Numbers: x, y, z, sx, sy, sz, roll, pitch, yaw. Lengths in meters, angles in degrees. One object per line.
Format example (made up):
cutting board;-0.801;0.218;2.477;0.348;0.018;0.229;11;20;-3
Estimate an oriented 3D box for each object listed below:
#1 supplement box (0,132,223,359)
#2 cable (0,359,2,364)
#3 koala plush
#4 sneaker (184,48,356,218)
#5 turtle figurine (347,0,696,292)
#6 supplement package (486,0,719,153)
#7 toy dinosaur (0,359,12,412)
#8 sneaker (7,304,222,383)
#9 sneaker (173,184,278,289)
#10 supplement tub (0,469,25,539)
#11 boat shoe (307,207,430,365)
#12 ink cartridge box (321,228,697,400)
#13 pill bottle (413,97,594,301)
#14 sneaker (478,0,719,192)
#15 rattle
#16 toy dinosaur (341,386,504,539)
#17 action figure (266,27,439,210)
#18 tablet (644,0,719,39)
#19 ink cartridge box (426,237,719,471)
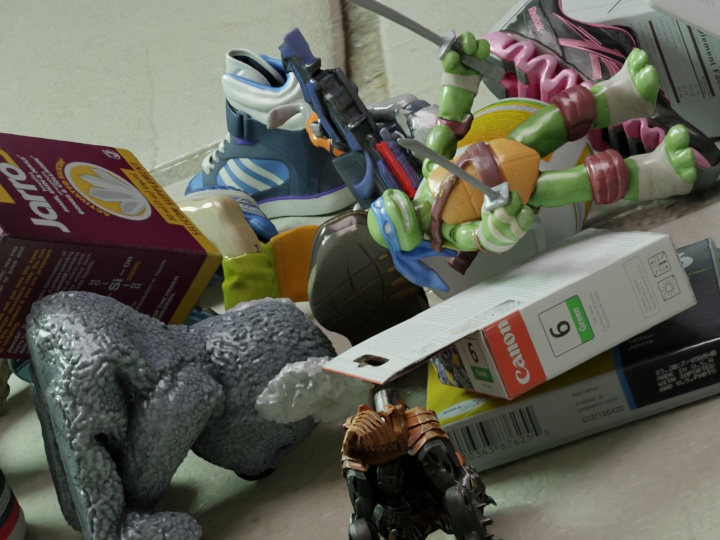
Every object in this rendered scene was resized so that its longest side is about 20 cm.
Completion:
supplement box;-0.215;-0.016;1.666;0.200;0.103;0.131;5;35;-49
cable;-0.302;0.057;1.833;0.200;0.069;0.200;-48;19;55
koala plush;-0.101;0.080;1.600;0.200;0.184;0.177;-16;20;-13
sneaker;-0.089;-0.119;2.049;0.200;0.147;0.081;-1;31;44
turtle figurine;0.096;-0.084;1.503;0.194;0.200;0.144;-16;24;-10
supplement package;0.210;-0.162;1.888;0.200;0.110;0.114;-8;26;36
toy dinosaur;-0.227;0.044;1.959;0.088;0.047;0.200;-14;19;40
sneaker;-0.176;0.074;1.768;0.200;0.079;0.096;-2;54;31
sneaker;-0.152;-0.019;1.945;0.200;0.077;0.085;-17;29;-29
supplement tub;-0.321;0.124;1.655;0.140;0.200;0.140;-20;22;8
boat shoe;0.000;0.000;1.641;0.074;0.073;0.200;-20;-23;2
ink cartridge box;0.088;0.038;1.489;0.200;0.050;0.109;-27;11;-17
pill bottle;0.095;-0.041;1.691;0.111;0.111;0.200;-17;13;17
sneaker;0.183;-0.133;1.782;0.200;0.079;0.095;35;65;18
rattle;-0.118;0.020;1.871;0.200;0.130;0.143;-41;-4;37
toy dinosaur;0.022;0.123;1.379;0.102;0.136;0.200;-29;-26;30
action figure;0.009;-0.109;1.861;0.105;0.200;0.193;-38;19;-24
tablet;0.306;-0.184;1.782;0.200;0.014;0.130;25;41;2
ink cartridge box;0.139;0.043;1.583;0.197;0.047;0.200;-20;24;10
